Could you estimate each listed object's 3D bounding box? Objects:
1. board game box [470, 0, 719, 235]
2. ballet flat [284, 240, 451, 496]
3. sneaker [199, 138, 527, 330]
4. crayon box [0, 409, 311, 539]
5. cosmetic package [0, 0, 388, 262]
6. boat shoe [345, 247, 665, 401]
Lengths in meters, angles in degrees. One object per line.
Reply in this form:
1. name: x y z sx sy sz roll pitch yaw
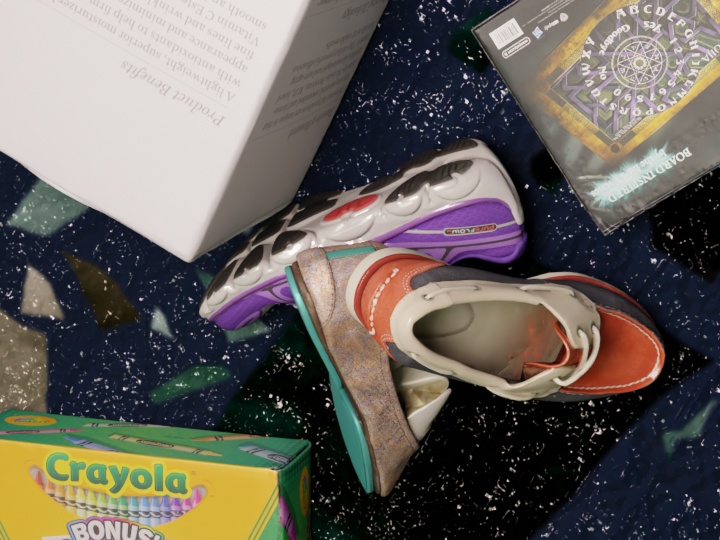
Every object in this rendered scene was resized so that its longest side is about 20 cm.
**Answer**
1. board game box: 0.176 -0.124 1.525 0.200 0.028 0.135 -31 92 23
2. ballet flat: 0.013 0.055 1.577 0.067 0.200 0.068 -21 53 -3
3. sneaker: 0.000 0.000 1.597 0.200 0.081 0.084 -20 109 26
4. crayon box: -0.128 0.153 1.689 0.200 0.058 0.119 5 105 19
5. cosmetic package: -0.091 -0.141 1.542 0.165 0.165 0.200 31 111 11
6. boat shoe: 0.087 0.034 1.519 0.063 0.200 0.071 33 105 55
